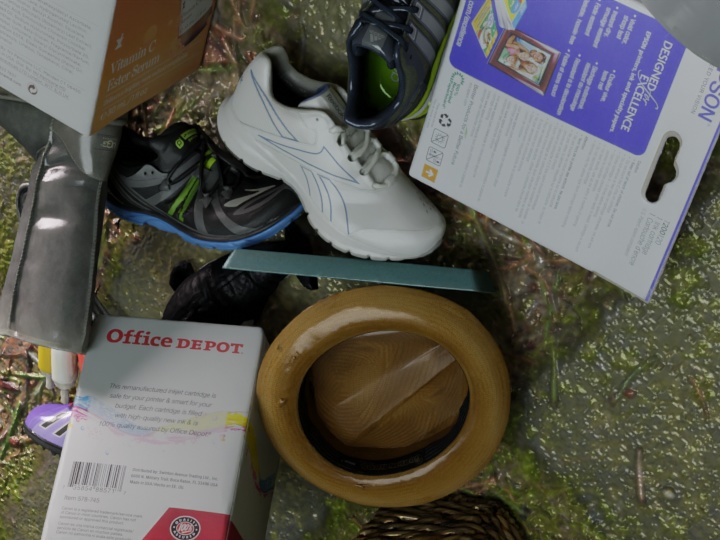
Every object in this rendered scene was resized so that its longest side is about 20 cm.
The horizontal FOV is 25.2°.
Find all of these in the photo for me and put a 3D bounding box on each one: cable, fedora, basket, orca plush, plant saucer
[{"bbox_3d":[-0.255,0.023,1.400,0.096,0.050,0.202,9,120,35],"label":"cable"},{"bbox_3d":[0.021,0.085,1.233,0.198,0.082,0.203,4,118,7],"label":"fedora"},{"bbox_3d":[0.064,0.301,1.297,0.141,0.149,0.202,4,116,30],"label":"basket"},{"bbox_3d":[-0.114,0.041,1.312,0.199,0.071,0.106,-20,104,37],"label":"orca plush"},{"bbox_3d":[0.000,0.000,1.208,0.198,0.070,0.019,6,90,17],"label":"plant saucer"}]

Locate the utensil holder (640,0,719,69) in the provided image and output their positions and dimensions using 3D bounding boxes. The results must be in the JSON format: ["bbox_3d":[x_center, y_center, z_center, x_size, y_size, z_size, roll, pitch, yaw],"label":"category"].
[{"bbox_3d":[0.252,-0.227,0.885,0.170,0.170,0.200,48,132,-1],"label":"utensil holder"}]

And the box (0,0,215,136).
[{"bbox_3d":[-0.176,-0.226,1.152,0.106,0.152,0.201,30,128,15],"label":"box"}]

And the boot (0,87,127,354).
[{"bbox_3d":[-0.257,-0.045,1.287,0.181,0.072,0.203,17,101,48],"label":"boot"}]

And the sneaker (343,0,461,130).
[{"bbox_3d":[0.032,-0.180,1.095,0.073,0.081,0.202,20,125,18],"label":"sneaker"}]

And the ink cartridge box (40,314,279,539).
[{"bbox_3d":[-0.148,0.156,1.274,0.143,0.202,0.145,5,154,10],"label":"ink cartridge box"}]

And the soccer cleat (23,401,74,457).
[{"bbox_3d":[-0.212,0.136,1.435,0.198,0.068,0.074,11,107,25],"label":"soccer cleat"}]

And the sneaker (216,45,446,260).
[{"bbox_3d":[-0.019,-0.083,1.178,0.199,0.075,0.087,37,138,8],"label":"sneaker"}]

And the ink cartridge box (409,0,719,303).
[{"bbox_3d":[0.146,-0.106,1.091,0.199,0.043,0.200,30,127,17],"label":"ink cartridge box"}]

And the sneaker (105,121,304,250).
[{"bbox_3d":[-0.128,-0.071,1.260,0.198,0.071,0.083,14,128,28],"label":"sneaker"}]
